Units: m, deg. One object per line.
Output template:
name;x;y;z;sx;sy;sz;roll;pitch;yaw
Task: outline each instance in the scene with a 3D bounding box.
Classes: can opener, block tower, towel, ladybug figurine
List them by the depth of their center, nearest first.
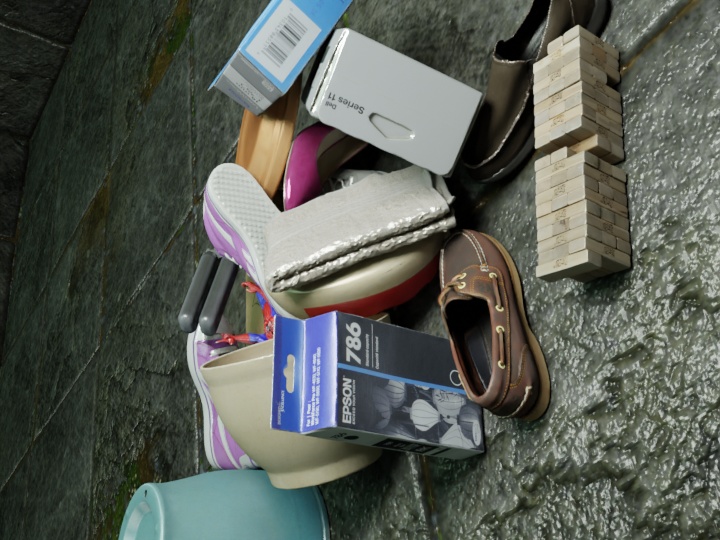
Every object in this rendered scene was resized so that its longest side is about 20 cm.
block tower;0.177;-0.089;0.687;0.054;0.057;0.205;-23;56;52
towel;-0.005;-0.048;0.833;0.196;0.035;0.133;-21;25;4
ladybug figurine;0.000;0.000;0.862;0.195;0.073;0.137;-16;27;15
can opener;-0.179;0.010;1.087;0.068;0.052;0.203;89;-170;-46

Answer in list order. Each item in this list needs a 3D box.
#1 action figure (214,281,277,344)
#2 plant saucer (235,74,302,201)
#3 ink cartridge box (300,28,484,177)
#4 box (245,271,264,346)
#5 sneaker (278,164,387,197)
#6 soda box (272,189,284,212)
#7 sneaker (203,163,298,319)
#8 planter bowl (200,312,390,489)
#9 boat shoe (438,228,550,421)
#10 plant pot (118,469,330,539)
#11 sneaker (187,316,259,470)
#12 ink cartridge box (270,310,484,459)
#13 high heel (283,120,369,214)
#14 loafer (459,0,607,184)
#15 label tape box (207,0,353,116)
action figure;-0.135;0.029;1.068;0.066;0.097;0.202;-53;40;32
plant saucer;-0.113;-0.170;1.001;0.200;0.037;0.205;-168;89;-73
ink cartridge box;0.023;-0.168;0.829;0.200;0.144;0.085;-113;46;-73
box;-0.110;0.030;1.136;0.163;0.021;0.204;-40;46;44
sneaker;-0.037;-0.091;1.002;0.198;0.090;0.078;9;84;58
soda box;-0.087;-0.036;1.052;0.064;0.067;0.202;-44;46;16
sneaker;-0.111;-0.016;0.963;0.203;0.072;0.114;58;152;5
planter bowl;-0.050;0.134;0.853;0.199;0.197;0.138;-14;91;55
boat shoe;0.103;0.035;0.739;0.071;0.069;0.203;-53;36;32
plant pot;-0.161;0.311;0.936;0.199;0.185;0.205;-32;50;48
sneaker;-0.151;0.147;1.069;0.113;0.072;0.206;-13;89;47
ink cartridge box;0.018;0.097;0.724;0.039;0.196;0.102;-34;50;50
high heel;-0.019;-0.132;0.947;0.068;0.094;0.202;85;-159;-48
loafer;0.139;-0.175;0.770;0.203;0.070;0.073;-62;33;20
label tape box;-0.081;-0.240;0.882;0.146;0.063;0.199;-55;15;-10
